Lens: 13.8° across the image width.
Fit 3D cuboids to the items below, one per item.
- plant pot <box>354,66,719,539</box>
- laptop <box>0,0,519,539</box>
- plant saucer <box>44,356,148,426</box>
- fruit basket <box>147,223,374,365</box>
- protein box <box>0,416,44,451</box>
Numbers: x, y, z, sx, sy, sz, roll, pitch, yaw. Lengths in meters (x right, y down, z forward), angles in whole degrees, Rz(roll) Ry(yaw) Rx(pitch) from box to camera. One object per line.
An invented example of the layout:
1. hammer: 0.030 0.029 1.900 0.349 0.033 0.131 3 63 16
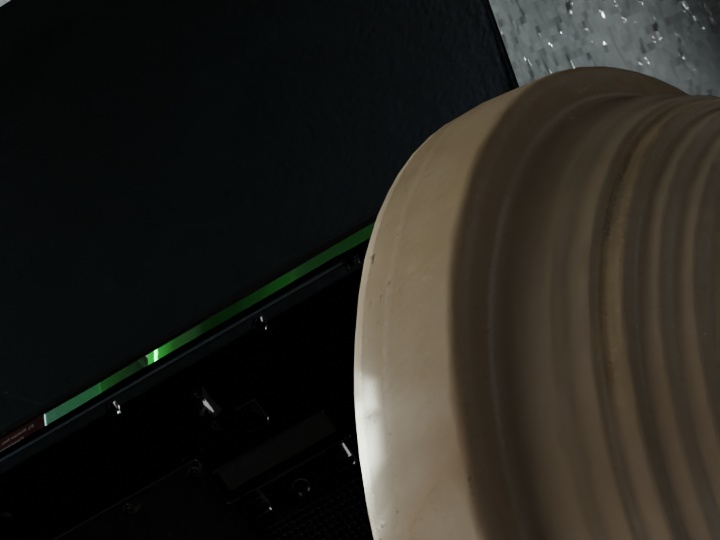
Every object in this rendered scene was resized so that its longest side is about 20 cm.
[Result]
1. plant pot: 0.096 0.044 0.576 0.093 0.201 0.201 -24 98 32
2. laptop: -0.014 0.019 0.702 0.200 0.177 0.103 55 -162 -14
3. plant saucer: -0.053 0.072 0.929 0.200 0.019 0.070 53 -155 -61
4. fruit basket: 0.000 0.000 0.833 0.216 0.155 0.216 6 -90 -84
5. protein box: -0.281 0.075 1.696 0.200 0.135 0.199 51 161 26
